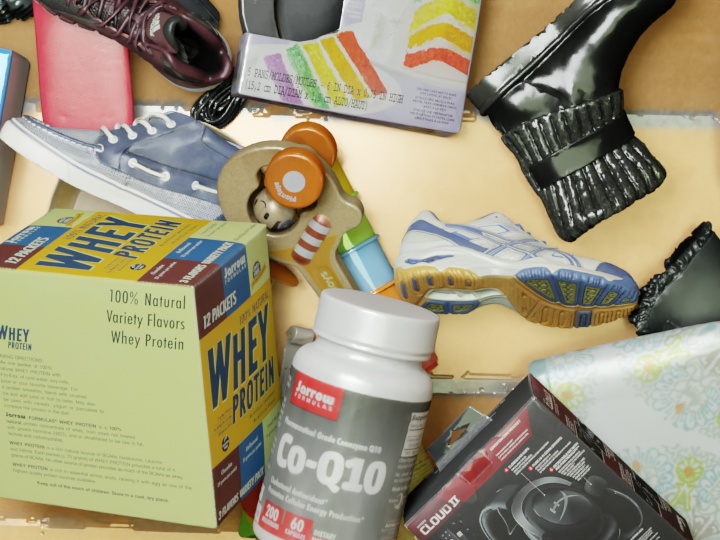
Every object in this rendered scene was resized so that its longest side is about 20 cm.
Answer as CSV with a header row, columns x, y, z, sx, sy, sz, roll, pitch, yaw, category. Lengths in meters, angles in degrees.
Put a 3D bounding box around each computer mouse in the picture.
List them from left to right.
x,y,z,sx,sy,sz,roll,pitch,yaw,category
-0.142,-0.230,1.756,0.140,0.046,0.200,-42,89,3,computer mouse

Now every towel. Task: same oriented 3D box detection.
x,y,z,sx,sy,sz,roll,pitch,yaw,category
0.241,0.148,1.718,0.171,0.048,0.201,-14,107,12,towel

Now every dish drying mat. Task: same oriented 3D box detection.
x,y,z,sx,sy,sz,roll,pitch,yaw,category
-0.228,-0.190,1.735,0.076,0.018,0.201,-3,99,1,dish drying mat

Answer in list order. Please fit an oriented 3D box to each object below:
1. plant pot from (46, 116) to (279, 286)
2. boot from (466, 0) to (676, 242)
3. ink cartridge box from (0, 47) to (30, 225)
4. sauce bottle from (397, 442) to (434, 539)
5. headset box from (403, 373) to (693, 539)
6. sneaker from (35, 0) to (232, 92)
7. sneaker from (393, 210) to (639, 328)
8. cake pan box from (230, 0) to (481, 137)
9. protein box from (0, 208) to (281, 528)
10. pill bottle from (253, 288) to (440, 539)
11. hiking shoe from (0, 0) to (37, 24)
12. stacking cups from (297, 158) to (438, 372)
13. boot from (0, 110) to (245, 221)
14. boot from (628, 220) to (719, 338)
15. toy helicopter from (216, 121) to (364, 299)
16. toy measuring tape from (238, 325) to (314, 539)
x,y,z,sx,sy,sz,roll,pitch,yaw,category
-0.163,-0.029,1.769,0.199,0.027,0.201,0,91,2,plant pot
0.209,-0.140,1.727,0.211,0.079,0.158,-39,82,12,boot
-0.388,-0.124,1.746,0.199,0.084,0.147,11,91,2,ink cartridge box
0.026,0.159,1.745,0.065,0.065,0.201,-23,90,2,sauce bottle
0.141,0.193,1.674,0.200,0.077,0.149,43,100,-6,headset box
-0.178,-0.209,1.667,0.200,0.115,0.076,30,90,-16,sneaker
0.130,-0.010,1.728,0.199,0.075,0.088,8,51,1,sneaker
-0.002,-0.217,1.731,0.199,0.052,0.185,11,89,-12,cake pan box
-0.179,0.072,1.659,0.198,0.135,0.201,5,113,22,protein box
-0.008,0.122,1.649,0.113,0.114,0.201,14,97,2,pill bottle
-0.361,-0.248,1.758,0.199,0.074,0.087,-3,83,-8,hiking shoe
0.000,0.000,1.754,0.060,0.061,0.201,-27,95,2,stacking cups
-0.185,-0.099,1.710,0.199,0.073,0.091,26,96,-16,boot
0.330,0.024,1.732,0.162,0.073,0.198,40,96,0,boot
-0.047,-0.011,1.698,0.132,0.079,0.200,-28,107,18,toy helicopter
-0.053,0.149,1.742,0.073,0.074,0.201,13,91,2,toy measuring tape
